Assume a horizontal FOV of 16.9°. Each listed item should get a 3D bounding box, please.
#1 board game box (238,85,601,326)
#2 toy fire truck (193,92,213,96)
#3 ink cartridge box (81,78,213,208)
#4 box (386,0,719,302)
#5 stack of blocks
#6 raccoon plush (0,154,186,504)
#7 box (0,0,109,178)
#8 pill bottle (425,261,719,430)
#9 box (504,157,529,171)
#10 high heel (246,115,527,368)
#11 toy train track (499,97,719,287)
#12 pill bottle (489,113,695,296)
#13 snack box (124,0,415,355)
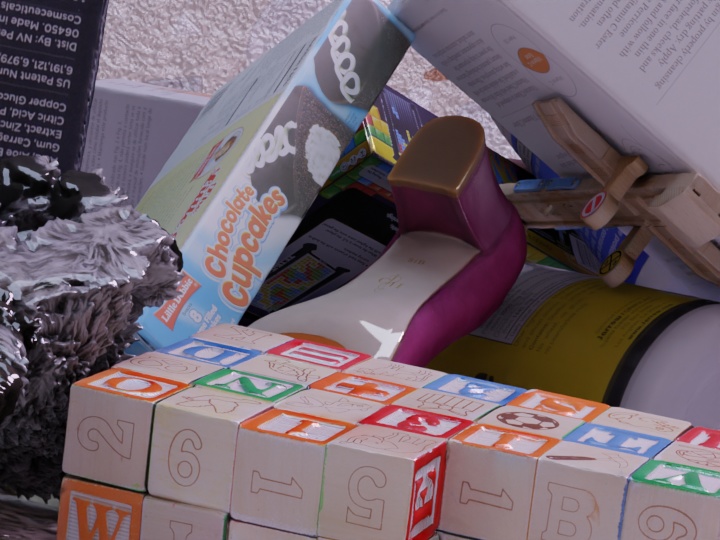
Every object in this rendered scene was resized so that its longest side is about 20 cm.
[{"bbox_3d":[0.000,0.000,1.153,0.165,0.057,0.200,-32,-37,26],"label":"board game box"},{"bbox_3d":[-0.061,-0.011,1.377,0.111,0.169,0.200,11,2,23],"label":"toy fire truck"},{"bbox_3d":[-0.163,-0.022,1.243,0.199,0.163,0.050,12,9,20],"label":"ink cartridge box"},{"bbox_3d":[0.124,-0.082,0.975,0.200,0.098,0.124,41,-12,-7],"label":"box"},{"bbox_3d":[0.020,0.072,0.756,0.199,0.059,0.115,11,12,19],"label":"stack of blocks"},{"bbox_3d":[-0.134,0.051,0.780,0.096,0.135,0.200,23,33,16],"label":"raccoon plush"},{"bbox_3d":[-0.190,-0.036,0.949,0.117,0.201,0.196,8,2,-22],"label":"box"},{"bbox_3d":[0.079,0.055,1.025,0.112,0.113,0.199,8,2,-42],"label":"pill bottle"},{"bbox_3d":[0.184,0.033,1.409,0.163,0.167,0.199,7,3,-38],"label":"box"},{"bbox_3d":[0.003,0.039,0.921,0.067,0.201,0.096,11,-38,26],"label":"high heel"},{"bbox_3d":[0.089,-0.018,0.990,0.115,0.033,0.200,42,-12,-16],"label":"toy train track"},{"bbox_3d":[0.153,-0.038,1.119,0.112,0.112,0.200,7,42,-54],"label":"pill bottle"},{"bbox_3d":[-0.060,-0.019,0.968,0.037,0.200,0.116,41,-37,-14],"label":"snack box"}]
